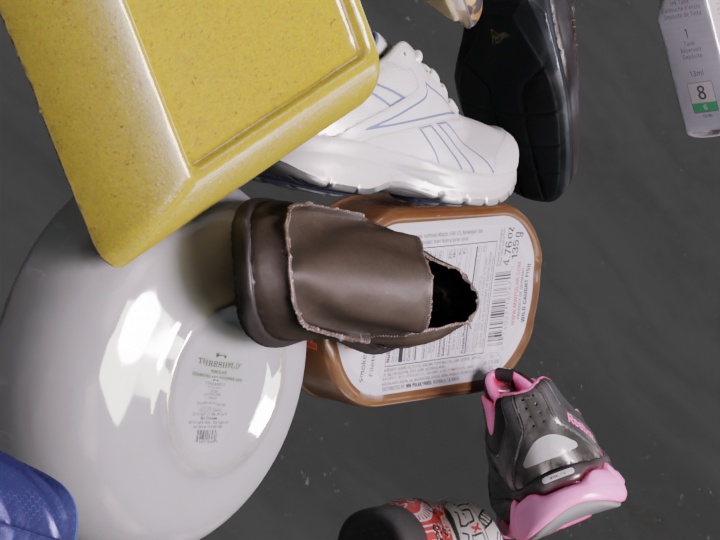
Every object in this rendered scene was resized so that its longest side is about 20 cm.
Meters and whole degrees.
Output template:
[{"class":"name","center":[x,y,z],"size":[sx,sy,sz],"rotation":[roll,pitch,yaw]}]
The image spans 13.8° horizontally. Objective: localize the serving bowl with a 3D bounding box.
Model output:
[{"class":"serving bowl","center":[-0.089,0.050,1.447],"size":[0.200,0.066,0.201],"rotation":[-22,118,-47]}]

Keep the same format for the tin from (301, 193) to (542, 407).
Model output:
[{"class":"tin","center":[0.032,0.014,1.617],"size":[0.200,0.042,0.113],"rotation":[-6,101,-51]}]

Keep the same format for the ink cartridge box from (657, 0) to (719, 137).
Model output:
[{"class":"ink cartridge box","center":[0.235,-0.199,1.821],"size":[0.161,0.050,0.201],"rotation":[-25,102,-46]}]

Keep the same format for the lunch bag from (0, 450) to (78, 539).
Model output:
[{"class":"lunch bag","center":[-0.220,0.138,1.246],"size":[0.132,0.135,0.201],"rotation":[21,84,-53]}]

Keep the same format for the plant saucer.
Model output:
[{"class":"plant saucer","center":[-0.073,-0.132,1.384],"size":[0.200,0.048,0.201],"rotation":[-37,113,-39]}]

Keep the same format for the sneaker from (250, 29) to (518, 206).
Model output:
[{"class":"sneaker","center":[0.020,-0.079,1.545],"size":[0.200,0.074,0.088],"rotation":[5,92,-53]}]

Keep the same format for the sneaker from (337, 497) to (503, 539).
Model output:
[{"class":"sneaker","center":[0.048,0.225,1.648],"size":[0.108,0.067,0.202],"rotation":[-4,85,-54]}]

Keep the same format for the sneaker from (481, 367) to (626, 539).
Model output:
[{"class":"sneaker","center":[0.098,0.097,1.656],"size":[0.079,0.200,0.096],"rotation":[-26,87,-5]}]

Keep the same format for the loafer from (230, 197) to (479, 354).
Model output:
[{"class":"loafer","center":[0.000,0.000,1.456],"size":[0.200,0.071,0.073],"rotation":[8,76,-65]}]

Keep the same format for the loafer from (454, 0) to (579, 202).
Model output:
[{"class":"loafer","center":[0.093,-0.133,1.622],"size":[0.072,0.073,0.201],"rotation":[-43,134,-42]}]

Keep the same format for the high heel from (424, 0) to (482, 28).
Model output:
[{"class":"high heel","center":[0.048,-0.235,1.523],"size":[0.143,0.071,0.200],"rotation":[-48,126,-23]}]
